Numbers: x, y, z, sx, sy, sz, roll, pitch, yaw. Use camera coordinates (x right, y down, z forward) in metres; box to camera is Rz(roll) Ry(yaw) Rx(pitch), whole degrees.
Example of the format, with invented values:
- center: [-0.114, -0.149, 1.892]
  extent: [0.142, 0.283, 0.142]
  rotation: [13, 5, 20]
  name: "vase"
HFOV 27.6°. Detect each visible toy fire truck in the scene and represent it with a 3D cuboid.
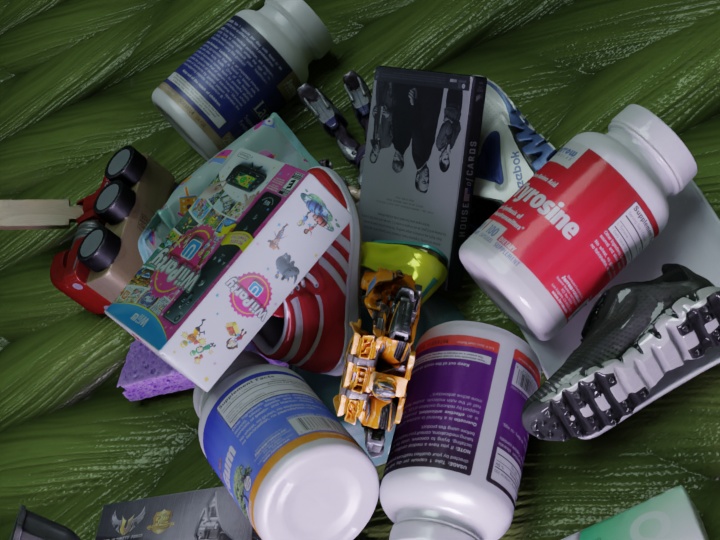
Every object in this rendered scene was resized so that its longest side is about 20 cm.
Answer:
- center: [-0.318, -0.039, 1.661]
  extent: [0.200, 0.129, 0.177]
  rotation: [-19, 45, 37]
  name: "toy fire truck"

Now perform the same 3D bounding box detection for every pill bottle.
- center: [-0.074, 0.150, 1.260]
  extent: [0.112, 0.112, 0.200]
  rotation: [-43, 35, -4]
  name: "pill bottle"
- center: [0.190, -0.045, 1.260]
  extent: [0.200, 0.112, 0.112]
  rotation: [-44, 43, -5]
  name: "pill bottle"
- center: [-0.132, -0.226, 1.680]
  extent: [0.200, 0.116, 0.116]
  rotation: [-44, 43, -5]
  name: "pill bottle"
- center: [0.081, 0.150, 1.218]
  extent: [0.112, 0.113, 0.201]
  rotation: [-5, 52, 31]
  name: "pill bottle"

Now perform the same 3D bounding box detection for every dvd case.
- center: [0.054, -0.092, 1.409]
  extent: [0.150, 0.025, 0.201]
  rotation: [16, 103, 52]
  name: "dvd case"

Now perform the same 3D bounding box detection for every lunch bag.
- center: [-0.131, -0.046, 1.492]
  extent: [0.170, 0.122, 0.200]
  rotation: [-41, 0, -21]
  name: "lunch bag"

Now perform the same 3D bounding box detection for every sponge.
- center: [-0.150, 0.067, 1.501]
  extent: [0.199, 0.030, 0.112]
  rotation: [-14, 42, 27]
  name: "sponge"

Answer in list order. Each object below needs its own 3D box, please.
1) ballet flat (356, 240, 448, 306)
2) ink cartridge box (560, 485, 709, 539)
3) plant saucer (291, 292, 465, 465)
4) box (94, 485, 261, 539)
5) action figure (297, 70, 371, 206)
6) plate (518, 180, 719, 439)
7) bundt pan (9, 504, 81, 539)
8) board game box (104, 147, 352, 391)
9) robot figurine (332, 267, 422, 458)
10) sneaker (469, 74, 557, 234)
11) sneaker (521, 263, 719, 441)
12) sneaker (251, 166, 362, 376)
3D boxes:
- center: [0.000, 0.000, 1.395]
  extent: [0.200, 0.067, 0.067]
  rotation: [11, 69, 49]
  name: "ballet flat"
- center: [0.202, 0.277, 1.077]
  extent: [0.161, 0.050, 0.200]
  rotation: [-27, 42, 13]
  name: "ink cartridge box"
- center: [0.008, 0.090, 1.376]
  extent: [0.199, 0.036, 0.201]
  rotation: [-19, 46, 21]
  name: "plant saucer"
- center: [-0.159, 0.279, 1.323]
  extent: [0.199, 0.048, 0.159]
  rotation: [-12, 50, 27]
  name: "box"
- center: [0.004, -0.129, 1.541]
  extent: [0.130, 0.069, 0.200]
  rotation: [-28, 47, -1]
  name: "action figure"
- center: [0.242, 0.034, 1.263]
  extent: [0.199, 0.032, 0.200]
  rotation: [-31, 43, 8]
  name: "plate"
- center: [-0.297, 0.318, 1.311]
  extent: [0.202, 0.075, 0.203]
  rotation: [-163, 90, -79]
  name: "bundt pan"
- center: [-0.120, -0.005, 1.300]
  extent: [0.200, 0.064, 0.147]
  rotation: [-52, 30, -9]
  name: "board game box"
- center: [0.015, 0.070, 1.227]
  extent: [0.058, 0.146, 0.200]
  rotation: [12, 13, 0]
  name: "robot figurine"
- center: [0.122, -0.103, 1.426]
  extent: [0.115, 0.081, 0.200]
  rotation: [-36, 44, 0]
  name: "sneaker"
- center: [0.209, 0.063, 1.195]
  extent: [0.200, 0.067, 0.091]
  rotation: [-35, 40, -1]
  name: "sneaker"
- center: [-0.059, -0.008, 1.340]
  extent: [0.071, 0.112, 0.201]
  rotation: [-19, 69, 41]
  name: "sneaker"
